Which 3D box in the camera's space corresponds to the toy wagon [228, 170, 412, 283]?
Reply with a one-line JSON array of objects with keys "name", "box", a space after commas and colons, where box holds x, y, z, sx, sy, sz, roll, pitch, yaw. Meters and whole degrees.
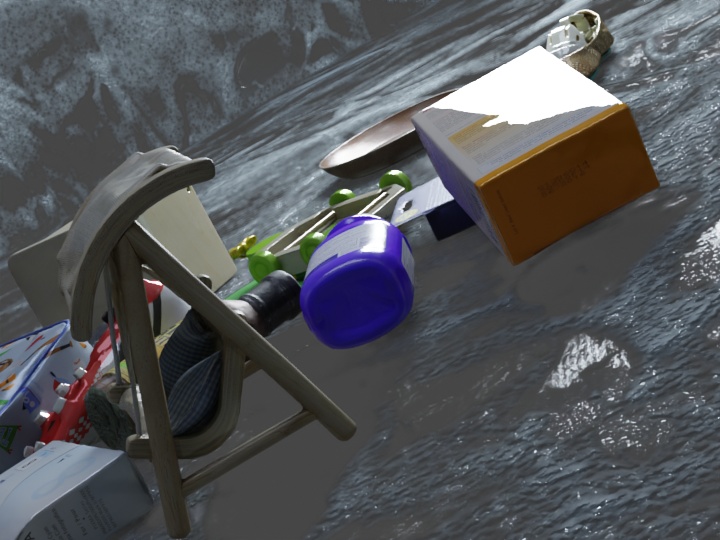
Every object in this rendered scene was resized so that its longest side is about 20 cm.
[{"name": "toy wagon", "box": [-0.042, -0.033, 1.417, 0.199, 0.040, 0.155, -18, 15, 41]}]

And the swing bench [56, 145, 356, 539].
[{"name": "swing bench", "box": [-0.121, 0.033, 0.958, 0.129, 0.201, 0.199, -30, 12, -8]}]

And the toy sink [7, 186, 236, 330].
[{"name": "toy sink", "box": [-0.255, -0.007, 1.600, 0.199, 0.131, 0.112, -21, 14, 35]}]

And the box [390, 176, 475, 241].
[{"name": "box", "box": [0.122, -0.080, 1.285, 0.199, 0.033, 0.121, -24, 13, 12]}]

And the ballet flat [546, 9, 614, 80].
[{"name": "ballet flat", "box": [0.232, -0.243, 1.640, 0.070, 0.066, 0.200, -23, 13, 23]}]

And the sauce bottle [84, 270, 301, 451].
[{"name": "sauce bottle", "box": [-0.124, 0.065, 1.160, 0.200, 0.065, 0.065, -37, 15, -38]}]

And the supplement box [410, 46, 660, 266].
[{"name": "supplement box", "box": [0.129, -0.093, 1.145, 0.125, 0.074, 0.200, -28, 24, -1]}]

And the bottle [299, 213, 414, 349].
[{"name": "bottle", "box": [0.000, 0.000, 1.148, 0.083, 0.066, 0.200, -26, 12, 8]}]

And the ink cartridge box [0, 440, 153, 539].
[{"name": "ink cartridge box", "box": [-0.251, 0.185, 0.984, 0.199, 0.048, 0.160, -32, 13, -26]}]

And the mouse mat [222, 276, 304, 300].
[{"name": "mouse mat", "box": [-0.084, 0.019, 1.402, 0.200, 0.008, 0.161, -35, 14, -27]}]

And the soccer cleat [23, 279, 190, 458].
[{"name": "soccer cleat", "box": [-0.192, 0.097, 1.180, 0.069, 0.085, 0.201, -30, 28, 58]}]

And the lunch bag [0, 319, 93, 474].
[{"name": "lunch bag", "box": [-0.304, 0.119, 1.259, 0.199, 0.076, 0.161, -17, 28, 41]}]

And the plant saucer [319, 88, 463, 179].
[{"name": "plant saucer", "box": [0.044, -0.160, 1.802, 0.199, 0.032, 0.200, -28, 11, 6]}]

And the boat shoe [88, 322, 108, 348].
[{"name": "boat shoe", "box": [-0.230, 0.087, 1.327, 0.057, 0.067, 0.200, -52, 17, -25]}]
